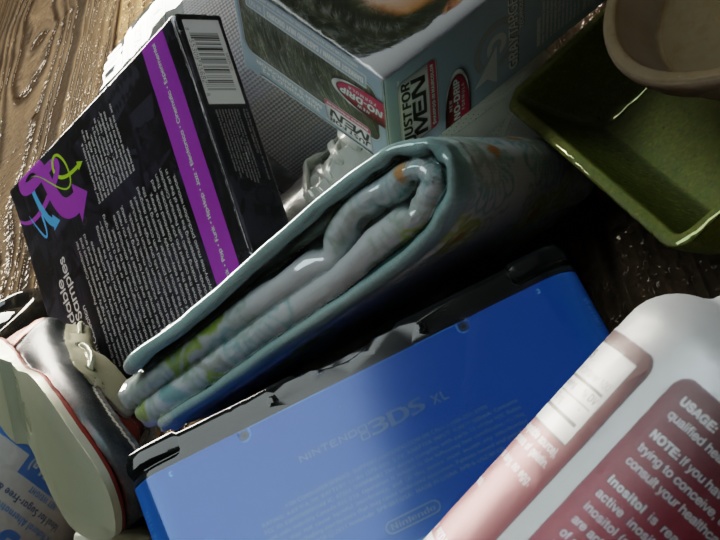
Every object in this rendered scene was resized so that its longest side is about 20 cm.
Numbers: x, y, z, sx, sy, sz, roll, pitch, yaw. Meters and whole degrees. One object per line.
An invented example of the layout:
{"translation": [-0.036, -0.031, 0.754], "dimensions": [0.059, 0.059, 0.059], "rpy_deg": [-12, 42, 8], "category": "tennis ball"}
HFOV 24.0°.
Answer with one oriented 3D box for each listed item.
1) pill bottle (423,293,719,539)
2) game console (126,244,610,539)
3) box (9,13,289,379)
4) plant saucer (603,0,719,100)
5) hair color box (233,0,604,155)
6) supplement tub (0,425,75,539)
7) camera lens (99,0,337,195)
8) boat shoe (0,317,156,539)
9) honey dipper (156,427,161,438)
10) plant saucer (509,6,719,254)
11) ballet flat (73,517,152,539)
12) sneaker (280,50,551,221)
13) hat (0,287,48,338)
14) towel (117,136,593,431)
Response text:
{"translation": [0.098, 0.083, 0.536], "dimensions": [0.200, 0.113, 0.113], "rpy_deg": [-47, 26, 1], "category": "pill bottle"}
{"translation": [0.016, 0.081, 0.712], "dimensions": [0.199, 0.118, 0.171], "rpy_deg": [-27, 59, 2], "category": "game console"}
{"translation": [-0.115, -0.024, 0.902], "dimensions": [0.200, 0.036, 0.144], "rpy_deg": [-35, 69, 45], "category": "box"}
{"translation": [0.188, -0.139, 0.687], "dimensions": [0.200, 0.029, 0.201], "rpy_deg": [-34, 28, 21], "category": "plant saucer"}
{"translation": [0.048, -0.144, 0.776], "dimensions": [0.200, 0.061, 0.099], "rpy_deg": [-40, 59, -23], "category": "hair color box"}
{"translation": [-0.241, 0.151, 0.946], "dimensions": [0.201, 0.132, 0.132], "rpy_deg": [-56, 27, -14], "category": "supplement tub"}
{"translation": [-0.027, -0.124, 0.962], "dimensions": [0.200, 0.160, 0.160], "rpy_deg": [-34, 29, 27], "category": "camera lens"}
{"translation": [-0.133, 0.070, 0.825], "dimensions": [0.062, 0.072, 0.200], "rpy_deg": [-13, 19, -22], "category": "boat shoe"}
{"translation": [-0.119, 0.088, 0.954], "dimensions": [0.038, 0.038, 0.201], "rpy_deg": [-19, 39, 45], "category": "honey dipper"}
{"translation": [0.179, -0.095, 0.722], "dimensions": [0.200, 0.048, 0.200], "rpy_deg": [-42, 27, 4], "category": "plant saucer"}
{"translation": [-0.091, 0.131, 0.800], "dimensions": [0.199, 0.071, 0.070], "rpy_deg": [-3, 95, 52], "category": "ballet flat"}
{"translation": [0.003, -0.075, 0.857], "dimensions": [0.199, 0.116, 0.074], "rpy_deg": [-27, 34, 14], "category": "sneaker"}
{"translation": [-0.227, 0.071, 1.092], "dimensions": [0.200, 0.081, 0.201], "rpy_deg": [-36, 30, 24], "category": "hat"}
{"translation": [0.000, 0.000, 0.778], "dimensions": [0.200, 0.048, 0.171], "rpy_deg": [-35, -9, 26], "category": "towel"}
